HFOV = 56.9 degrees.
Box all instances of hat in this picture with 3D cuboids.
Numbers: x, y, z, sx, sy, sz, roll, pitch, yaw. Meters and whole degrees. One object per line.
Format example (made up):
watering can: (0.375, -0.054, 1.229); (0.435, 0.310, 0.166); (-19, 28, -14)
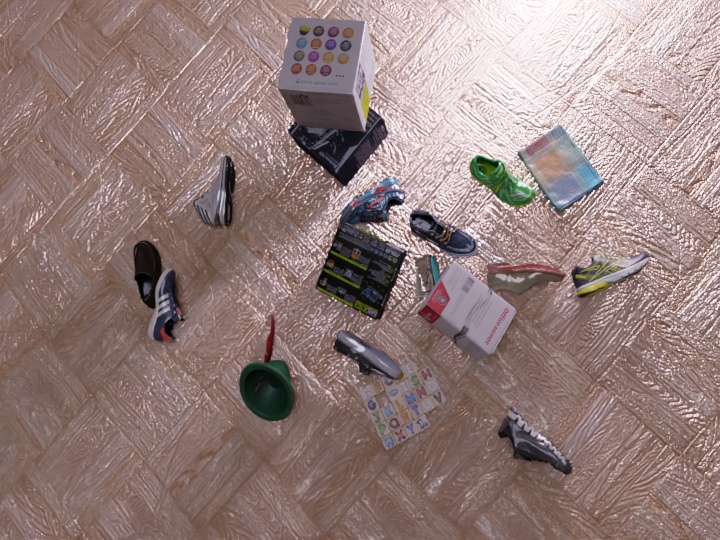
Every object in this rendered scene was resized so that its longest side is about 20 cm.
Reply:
hat: (-0.217, 0.270, 1.784); (0.162, 0.176, 0.205); (17, 119, 12)

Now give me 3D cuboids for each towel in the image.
towel: (0.524, -0.270, 1.745); (0.145, 0.022, 0.203); (-32, 74, 3)

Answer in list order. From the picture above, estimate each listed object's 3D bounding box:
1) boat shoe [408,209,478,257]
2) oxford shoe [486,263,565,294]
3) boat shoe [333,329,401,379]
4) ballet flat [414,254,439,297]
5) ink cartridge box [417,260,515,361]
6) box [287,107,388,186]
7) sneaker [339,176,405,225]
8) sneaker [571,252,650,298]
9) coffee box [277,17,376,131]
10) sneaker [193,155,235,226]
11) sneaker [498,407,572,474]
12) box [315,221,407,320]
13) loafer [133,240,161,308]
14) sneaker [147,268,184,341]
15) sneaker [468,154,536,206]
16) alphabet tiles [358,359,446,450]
boat shoe: (0.214, -0.095, 1.735); (0.196, 0.091, 0.072); (22, 83, 15)
oxford shoe: (0.420, 0.023, 1.689); (0.194, 0.071, 0.076); (3, 99, 15)
boat shoe: (0.012, 0.233, 1.722); (0.197, 0.070, 0.067); (32, 103, 13)
ballet flat: (0.185, 0.061, 1.726); (0.074, 0.067, 0.205); (-23, 74, 27)
ink cartridge box: (0.262, 0.102, 1.641); (0.199, 0.083, 0.148); (38, 65, 1)
box: (-0.060, -0.382, 1.839); (0.199, 0.124, 0.198); (40, 90, 17)
sneaker: (0.034, -0.165, 1.794); (0.198, 0.079, 0.097); (-36, 75, 2)
sneaker: (0.616, -0.008, 1.642); (0.196, 0.074, 0.086); (-25, 74, 5)
coffee box: (-0.079, -0.500, 1.700); (0.194, 0.200, 0.203); (8, 77, 12)
sneaker: (-0.425, -0.230, 1.904); (0.112, 0.076, 0.207); (2, 81, 10)
sneaker: (0.413, 0.430, 1.597); (0.199, 0.066, 0.091); (41, 91, 20)
box: (0.000, 0.000, 1.757); (0.196, 0.047, 0.198); (25, 103, 16)
loafer: (-0.609, 0.004, 1.893); (0.071, 0.071, 0.205); (-20, 75, 6)
sneaker: (-0.529, 0.100, 1.858); (0.082, 0.075, 0.206); (10, 90, 15)
sneaker: (0.367, -0.235, 1.737); (0.198, 0.084, 0.075); (33, 85, 16)
alphabet tiles: (0.114, 0.337, 1.706); (0.197, 0.008, 0.170); (-29, 74, 5)
